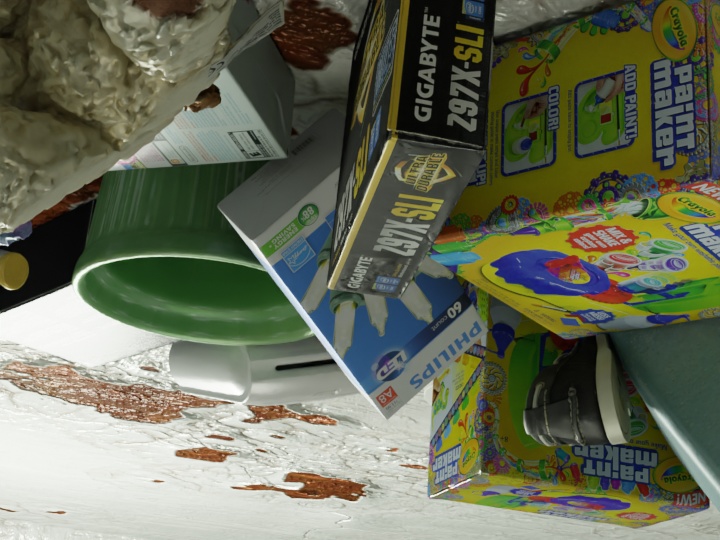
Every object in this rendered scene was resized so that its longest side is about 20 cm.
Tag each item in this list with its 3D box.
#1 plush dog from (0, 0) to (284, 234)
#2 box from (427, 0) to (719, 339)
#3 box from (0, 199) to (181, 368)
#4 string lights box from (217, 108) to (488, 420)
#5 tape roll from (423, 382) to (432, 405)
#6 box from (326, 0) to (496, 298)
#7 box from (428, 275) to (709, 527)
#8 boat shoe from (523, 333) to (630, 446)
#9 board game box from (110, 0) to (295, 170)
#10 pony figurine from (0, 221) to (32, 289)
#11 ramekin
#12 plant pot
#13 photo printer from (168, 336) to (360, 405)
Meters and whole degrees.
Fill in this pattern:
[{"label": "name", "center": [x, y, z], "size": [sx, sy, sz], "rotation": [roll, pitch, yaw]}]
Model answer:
[{"label": "plush dog", "center": [-0.149, -0.139, 0.587], "size": [0.200, 0.172, 0.160], "rotation": [-41, 178, 22]}, {"label": "box", "center": [0.163, -0.054, 0.764], "size": [0.192, 0.123, 0.199], "rotation": [-12, 154, 36]}, {"label": "box", "center": [-0.237, 0.018, 1.097], "size": [0.141, 0.079, 0.199], "rotation": [27, 150, -37]}, {"label": "string lights box", "center": [0.000, 0.000, 0.849], "size": [0.059, 0.103, 0.200], "rotation": [42, 170, 50]}, {"label": "tape roll", "center": [0.168, 0.125, 1.338], "size": [0.201, 0.037, 0.203], "rotation": [4, 159, 1]}, {"label": "box", "center": [0.025, -0.093, 0.643], "size": [0.049, 0.161, 0.200], "rotation": [7, 159, -7]}, {"label": "box", "center": [0.173, 0.100, 1.037], "size": [0.198, 0.194, 0.122], "rotation": [10, 159, -15]}, {"label": "boat shoe", "center": [0.155, 0.082, 0.876], "size": [0.067, 0.072, 0.200], "rotation": [-17, -179, 15]}, {"label": "board game box", "center": [-0.155, -0.119, 0.749], "size": [0.198, 0.065, 0.148], "rotation": [-2, 157, 14]}, {"label": "pony figurine", "center": [-0.313, -0.015, 0.851], "size": [0.199, 0.195, 0.166], "rotation": [-1, 157, 40]}, {"label": "ramekin", "center": [-0.113, -0.020, 0.943], "size": [0.198, 0.099, 0.200], "rotation": [4, 159, 2]}, {"label": "plant pot", "center": [0.282, 0.056, 0.884], "size": [0.196, 0.200, 0.196], "rotation": [-42, 150, 2]}, {"label": "photo printer", "center": [-0.065, 0.078, 1.119], "size": [0.165, 0.070, 0.200], "rotation": [-5, -179, -27]}]
